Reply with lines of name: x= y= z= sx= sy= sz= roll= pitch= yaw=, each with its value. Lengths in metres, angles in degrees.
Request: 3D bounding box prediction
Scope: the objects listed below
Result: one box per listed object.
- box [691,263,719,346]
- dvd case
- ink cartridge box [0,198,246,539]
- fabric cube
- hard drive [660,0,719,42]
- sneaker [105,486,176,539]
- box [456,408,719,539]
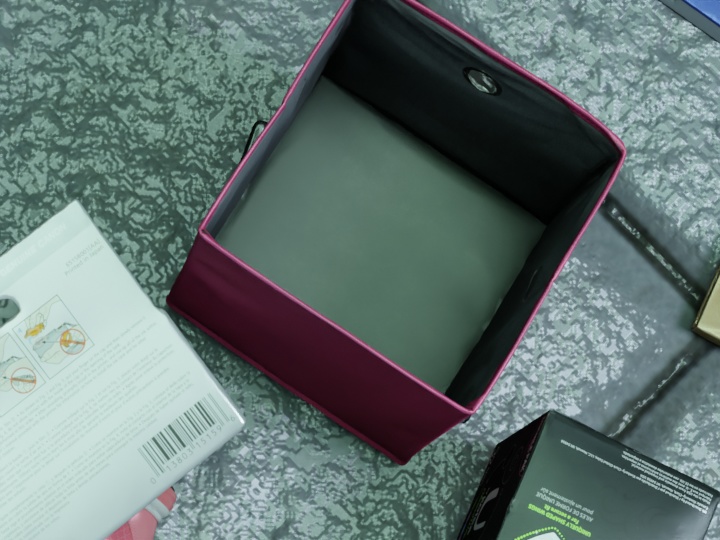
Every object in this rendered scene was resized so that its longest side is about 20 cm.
box: x=0.342 y=0.015 z=1.751 sx=0.199 sy=0.021 sz=0.164 roll=27 pitch=74 yaw=-3
dvd case: x=0.000 y=0.000 z=1.699 sx=0.199 sy=0.018 sz=0.144 roll=20 pitch=75 yaw=-4
ink cartridge box: x=-0.198 y=0.085 z=1.559 sx=0.200 sy=0.044 sz=0.174 roll=-38 pitch=97 yaw=-10
fabric cube: x=0.018 y=-0.025 z=1.596 sx=0.196 sy=0.199 sz=0.201 roll=33 pitch=74 yaw=0
hard drive: x=0.260 y=-0.270 z=1.802 sx=0.132 sy=0.025 sz=0.201 roll=34 pitch=74 yaw=0
sneaker: x=-0.218 y=0.137 z=1.602 sx=0.199 sy=0.074 sz=0.087 roll=21 pitch=76 yaw=-4
box: x=0.115 y=0.211 z=1.601 sx=0.124 sy=0.149 sz=0.201 roll=26 pitch=73 yaw=-4
